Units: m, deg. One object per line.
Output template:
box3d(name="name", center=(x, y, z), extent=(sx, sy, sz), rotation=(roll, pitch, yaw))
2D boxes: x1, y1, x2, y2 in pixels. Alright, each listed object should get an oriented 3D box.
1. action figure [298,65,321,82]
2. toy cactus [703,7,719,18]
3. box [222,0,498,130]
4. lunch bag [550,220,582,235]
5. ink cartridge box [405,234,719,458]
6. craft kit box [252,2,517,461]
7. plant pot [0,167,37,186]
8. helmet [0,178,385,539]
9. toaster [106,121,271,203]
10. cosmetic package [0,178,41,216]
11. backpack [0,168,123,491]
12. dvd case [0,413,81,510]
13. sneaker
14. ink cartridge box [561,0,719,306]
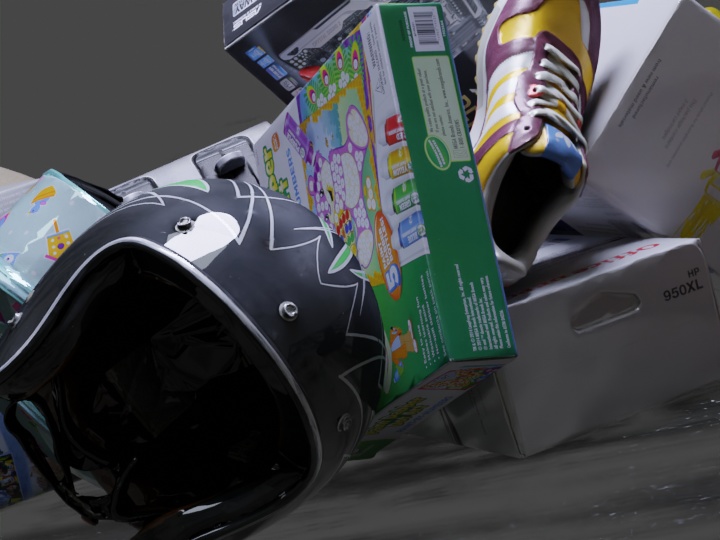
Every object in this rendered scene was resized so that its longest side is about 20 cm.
box3d(name="action figure", center=(0.015, -0.036, 1.365), extent=(0.065, 0.201, 0.052), rotation=(-20, 19, -14))
box3d(name="toy cactus", center=(0.261, -0.099, 1.488), extent=(0.102, 0.201, 0.165), rotation=(18, 4, -11))
box3d(name="box", center=(0.037, -0.135, 1.383), extent=(0.157, 0.200, 0.050), rotation=(-32, 38, 22))
box3d(name="lunch bag", center=(0.143, -0.033, 1.489), extent=(0.132, 0.136, 0.200), rotation=(-22, 18, -28))
box3d(name="ink cartridge box", center=(0.097, 0.039, 1.277), extent=(0.144, 0.085, 0.200), rotation=(-20, 8, -20))
box3d(name="craft kit box", center=(0.007, -0.016, 1.221), extent=(0.048, 0.201, 0.198), rotation=(-4, -18, -22))
box3d(name="plant pot", center=(-0.324, 0.025, 1.931), extent=(0.176, 0.201, 0.200), rotation=(4, 18, 37))
box3d(name="helmet", center=(-0.081, 0.046, 1.148), extent=(0.190, 0.200, 0.200), rotation=(-39, 6, 4))
box3d(name="toaster", center=(-0.124, -0.004, 1.708), extent=(0.180, 0.119, 0.200), rotation=(-24, -22, -15))
box3d(name="cosmetic package", center=(-0.250, 0.048, 1.517), extent=(0.090, 0.201, 0.107), rotation=(-7, 9, 39))
box3d(name="backpack", center=(-0.161, 0.041, 1.371), extent=(0.153, 0.200, 0.176), rotation=(-39, 12, -11))
box3d(name="dvd case", center=(-0.225, 0.077, 1.454), extent=(0.199, 0.143, 0.018), rotation=(-19, 5, -23))
box3d(name="sneaker", center=(0.100, -0.081, 1.222), extent=(0.075, 0.201, 0.090), rotation=(24, -11, -26))
box3d(name="ink cartridge box", center=(0.209, -0.056, 1.327), extent=(0.126, 0.200, 0.128), rotation=(-59, 17, -7))
